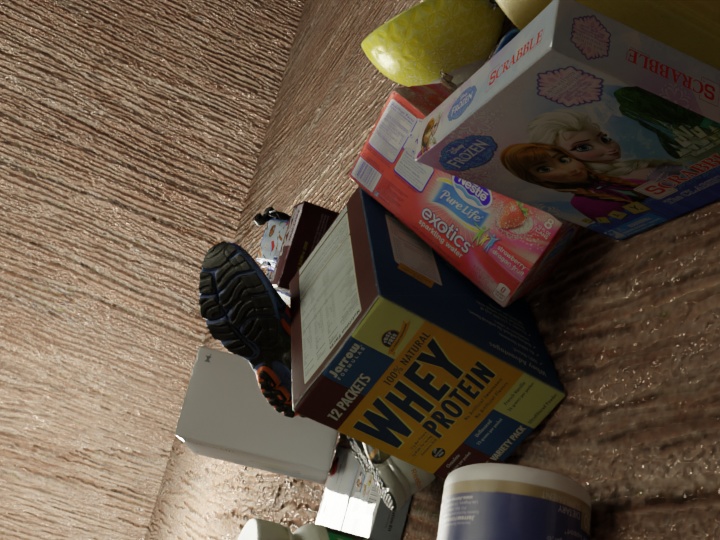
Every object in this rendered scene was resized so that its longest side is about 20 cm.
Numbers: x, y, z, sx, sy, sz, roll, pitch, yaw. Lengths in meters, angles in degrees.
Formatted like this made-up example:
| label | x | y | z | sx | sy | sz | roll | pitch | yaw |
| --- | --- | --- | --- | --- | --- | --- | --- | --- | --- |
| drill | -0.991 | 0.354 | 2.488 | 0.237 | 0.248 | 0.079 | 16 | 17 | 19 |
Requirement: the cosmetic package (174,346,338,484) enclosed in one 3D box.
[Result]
| label | x | y | z | sx | sy | sz | roll | pitch | yaw |
| --- | --- | --- | --- | --- | --- | --- | --- | --- | --- |
| cosmetic package | -0.127 | 0.201 | 1.199 | 0.200 | 0.198 | 0.123 | 100 | -177 | -70 |

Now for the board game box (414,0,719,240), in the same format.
| label | x | y | z | sx | sy | sz | roll | pitch | yaw |
| --- | --- | --- | --- | --- | --- | --- | --- | --- | --- |
| board game box | 0.169 | -0.095 | 0.642 | 0.200 | 0.199 | 0.041 | 146 | 141 | -65 |

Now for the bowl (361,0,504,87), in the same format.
| label | x | y | z | sx | sy | sz | roll | pitch | yaw |
| --- | --- | --- | --- | --- | --- | --- | --- | --- | --- |
| bowl | 0.112 | -0.295 | 1.188 | 0.108 | 0.200 | 0.200 | 66 | 162 | -4 |

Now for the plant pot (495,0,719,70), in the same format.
| label | x | y | z | sx | sy | sz | roll | pitch | yaw |
| --- | --- | --- | --- | --- | --- | --- | --- | --- | --- |
| plant pot | 0.210 | -0.276 | 0.716 | 0.194 | 0.199 | 0.196 | -177 | 105 | -73 |

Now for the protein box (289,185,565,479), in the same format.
| label | x | y | z | sx | sy | sz | roll | pitch | yaw |
| --- | --- | --- | --- | --- | --- | --- | --- | --- | --- |
| protein box | 0.051 | 0.059 | 0.831 | 0.135 | 0.198 | 0.200 | -53 | 22 | 24 |

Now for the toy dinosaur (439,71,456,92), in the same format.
| label | x | y | z | sx | sy | sz | roll | pitch | yaw |
| --- | --- | --- | --- | --- | --- | --- | --- | --- | --- |
| toy dinosaur | 0.108 | -0.164 | 1.102 | 0.200 | 0.086 | 0.136 | -84 | 17 | -67 |

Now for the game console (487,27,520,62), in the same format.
| label | x | y | z | sx | sy | sz | roll | pitch | yaw |
| --- | --- | --- | --- | --- | --- | --- | --- | --- | --- |
| game console | 0.148 | -0.180 | 0.950 | 0.171 | 0.118 | 0.200 | -91 | 26 | -55 |

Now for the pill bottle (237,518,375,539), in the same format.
| label | x | y | z | sx | sy | sz | roll | pitch | yaw |
| --- | --- | --- | --- | --- | --- | --- | --- | --- | --- |
| pill bottle | -0.017 | 0.296 | 0.806 | 0.113 | 0.199 | 0.114 | -161 | 90 | -74 |

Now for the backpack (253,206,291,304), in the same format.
| label | x | y | z | sx | sy | sz | roll | pitch | yaw |
| --- | --- | --- | --- | --- | --- | --- | --- | --- | --- |
| backpack | -0.057 | -0.010 | 1.341 | 0.190 | 0.199 | 0.155 | -10 | 67 | 64 |

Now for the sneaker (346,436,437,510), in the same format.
| label | x | y | z | sx | sy | sz | roll | pitch | yaw |
| --- | --- | --- | --- | --- | --- | --- | --- | --- | --- |
| sneaker | 0.031 | 0.180 | 0.958 | 0.200 | 0.080 | 0.074 | 45 | 158 | 60 |

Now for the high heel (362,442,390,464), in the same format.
| label | x | y | z | sx | sy | sz | roll | pitch | yaw |
| --- | --- | --- | --- | --- | --- | --- | --- | --- | --- |
| high heel | -0.024 | 0.147 | 0.920 | 0.142 | 0.072 | 0.200 | -24 | 27 | 15 |

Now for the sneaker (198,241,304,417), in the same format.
| label | x | y | z | sx | sy | sz | roll | pitch | yaw |
| --- | --- | --- | --- | --- | --- | --- | --- | --- | --- |
| sneaker | -0.097 | 0.055 | 0.885 | 0.075 | 0.201 | 0.079 | -21 | 26 | 11 |

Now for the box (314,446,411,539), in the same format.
| label | x | y | z | sx | sy | sz | roll | pitch | yaw |
| --- | --- | --- | --- | --- | --- | --- | --- | --- | --- |
| box | -0.004 | 0.294 | 1.056 | 0.200 | 0.041 | 0.157 | -20 | 51 | 68 |

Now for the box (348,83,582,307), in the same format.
| label | x | y | z | sx | sy | sz | roll | pitch | yaw |
| --- | --- | --- | --- | --- | --- | --- | --- | --- | --- |
| box | 0.103 | -0.076 | 0.825 | 0.095 | 0.200 | 0.103 | -23 | -32 | -52 |

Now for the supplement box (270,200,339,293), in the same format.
| label | x | y | z | sx | sy | sz | roll | pitch | yaw |
| --- | --- | --- | --- | --- | --- | --- | --- | --- | --- |
| supplement box | 0.000 | 0.000 | 1.092 | 0.061 | 0.199 | 0.109 | 173 | 116 | -72 |

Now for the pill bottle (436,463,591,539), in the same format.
| label | x | y | z | sx | sy | sz | roll | pitch | yaw |
| --- | --- | --- | --- | --- | --- | --- | --- | --- | --- |
| pill bottle | 0.103 | 0.249 | 0.628 | 0.111 | 0.111 | 0.201 | 137 | 148 | -58 |

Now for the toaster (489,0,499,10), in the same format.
| label | x | y | z | sx | sy | sz | roll | pitch | yaw |
| --- | --- | --- | --- | --- | --- | --- | --- | --- | --- |
| toaster | 0.204 | -0.386 | 1.022 | 0.201 | 0.113 | 0.129 | -62 | 20 | 22 |
